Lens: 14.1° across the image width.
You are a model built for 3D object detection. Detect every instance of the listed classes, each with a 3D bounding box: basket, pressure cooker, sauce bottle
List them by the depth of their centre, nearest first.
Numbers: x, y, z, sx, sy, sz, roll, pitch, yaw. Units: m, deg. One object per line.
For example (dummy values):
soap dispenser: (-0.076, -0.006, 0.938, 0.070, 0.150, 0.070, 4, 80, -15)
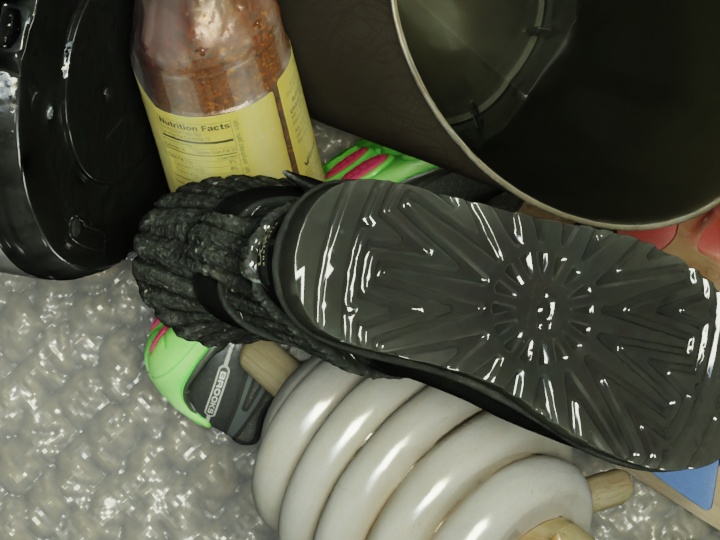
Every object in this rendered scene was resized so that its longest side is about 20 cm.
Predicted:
basket: (0.044, -0.102, 1.147, 0.180, 0.200, 0.136, 38, 81, -24)
sauce bottle: (-0.056, -0.079, 1.150, 0.066, 0.066, 0.200, -14, 131, -2)
pressure cooker: (-0.181, -0.093, 1.190, 0.200, 0.176, 0.179, 9, 95, 22)

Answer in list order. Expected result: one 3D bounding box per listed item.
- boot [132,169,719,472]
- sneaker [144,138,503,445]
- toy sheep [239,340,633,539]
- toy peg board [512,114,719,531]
boot: (0.031, 0.015, 1.105, 0.211, 0.158, 0.079, 23, 79, -22)
sneaker: (0.000, 0.000, 1.266, 0.200, 0.077, 0.084, -37, 108, 3)
toy sheep: (0.025, 0.088, 1.179, 0.200, 0.138, 0.138, 33, 89, 30)
toy peg board: (0.160, 0.019, 1.214, 0.200, 0.098, 0.199, 33, 111, -5)
